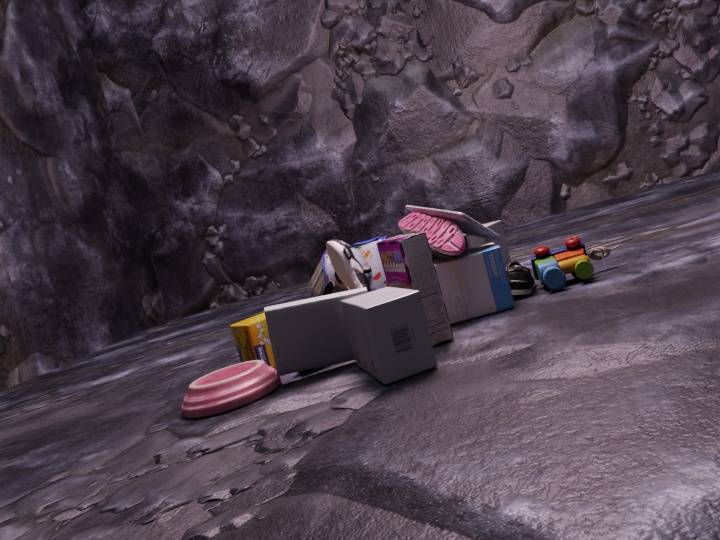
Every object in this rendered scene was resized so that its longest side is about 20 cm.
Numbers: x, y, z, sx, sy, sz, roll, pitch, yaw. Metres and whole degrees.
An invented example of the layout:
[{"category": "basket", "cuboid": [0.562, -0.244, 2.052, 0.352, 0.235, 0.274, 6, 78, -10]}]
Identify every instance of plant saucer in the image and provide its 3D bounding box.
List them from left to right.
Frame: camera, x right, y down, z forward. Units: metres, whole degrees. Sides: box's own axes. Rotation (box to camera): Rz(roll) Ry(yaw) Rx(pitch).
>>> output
[{"category": "plant saucer", "cuboid": [-0.250, 0.220, 1.279, 0.195, 0.052, 0.201, -16, 5, 1]}]

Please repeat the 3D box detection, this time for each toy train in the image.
[{"category": "toy train", "cuboid": [0.467, -0.018, 1.409, 0.194, 0.087, 0.116, -16, 15, 9]}]

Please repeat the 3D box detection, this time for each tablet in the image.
[{"category": "tablet", "cuboid": [0.194, -0.103, 1.431, 0.128, 0.014, 0.198, 26, -5, -33]}]

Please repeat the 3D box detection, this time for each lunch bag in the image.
[{"category": "lunch bag", "cuboid": [0.010, 0.038, 1.537, 0.166, 0.206, 0.124, -15, -2, 14]}]

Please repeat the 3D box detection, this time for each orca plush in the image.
[{"category": "orca plush", "cuboid": [0.000, 0.000, 1.449, 0.070, 0.108, 0.200, -17, 39, -26]}]

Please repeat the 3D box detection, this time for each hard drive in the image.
[{"category": "hard drive", "cuboid": [-0.073, 0.115, 1.257, 0.194, 0.136, 0.026, -11, 19, -4]}]

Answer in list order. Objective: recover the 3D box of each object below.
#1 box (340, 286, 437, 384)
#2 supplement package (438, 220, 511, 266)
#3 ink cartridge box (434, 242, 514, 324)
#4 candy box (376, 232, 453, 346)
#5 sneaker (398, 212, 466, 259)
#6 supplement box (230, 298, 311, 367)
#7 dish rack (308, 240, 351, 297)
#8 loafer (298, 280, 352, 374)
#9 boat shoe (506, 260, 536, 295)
[{"category": "box", "cuboid": [0.043, 0.104, 1.139, 0.095, 0.128, 0.200, -16, 5, -13]}, {"category": "supplement package", "cuboid": [0.265, -0.016, 1.578, 0.109, 0.160, 0.198, -12, 6, 37]}, {"category": "ink cartridge box", "cuboid": [0.207, 0.032, 1.405, 0.194, 0.129, 0.129, -15, 5, 5]}, {"category": "candy box", "cuboid": [0.101, 0.035, 1.261, 0.059, 0.206, 0.136, -16, 6, -16]}, {"category": "sneaker", "cuboid": [0.160, -0.059, 1.402, 0.074, 0.088, 0.198, -43, 35, -14]}, {"category": "supplement box", "cuboid": [-0.183, 0.147, 1.541, 0.196, 0.112, 0.108, -20, 6, -33]}, {"category": "dish rack", "cuboid": [-0.018, 0.038, 1.637, 0.196, 0.174, 0.044, 25, 27, -11]}, {"category": "loafer", "cuboid": [-0.087, 0.107, 1.334, 0.072, 0.071, 0.204, 6, 62, 44]}, {"category": "boat shoe", "cuboid": [0.357, 0.011, 1.502, 0.070, 0.070, 0.200, -9, 3, 13]}]
